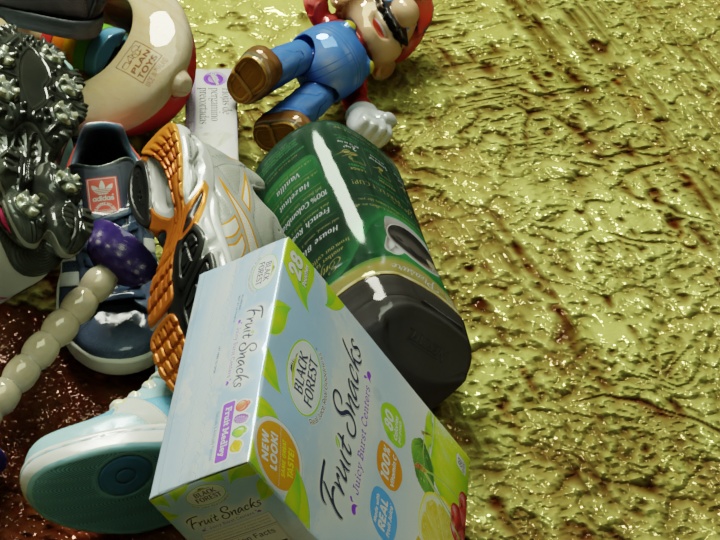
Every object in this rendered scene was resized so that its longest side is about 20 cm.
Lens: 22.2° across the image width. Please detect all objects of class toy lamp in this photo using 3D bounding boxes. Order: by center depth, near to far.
[{"bbox_3d":[-0.200,0.058,1.103,0.058,0.058,0.200,26,66,23],"label":"toy lamp"}]

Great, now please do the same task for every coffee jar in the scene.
[{"bbox_3d":[0.000,0.000,1.181,0.104,0.085,0.200,34,23,-38],"label":"coffee jar"}]

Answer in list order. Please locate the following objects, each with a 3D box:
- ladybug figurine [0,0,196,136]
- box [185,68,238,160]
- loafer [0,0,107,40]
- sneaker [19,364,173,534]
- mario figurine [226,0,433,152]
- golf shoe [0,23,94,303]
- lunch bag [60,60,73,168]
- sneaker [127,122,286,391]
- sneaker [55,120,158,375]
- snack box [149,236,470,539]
[{"bbox_3d":[-0.190,-0.154,1.342,0.200,0.072,0.136,27,77,37],"label":"ladybug figurine"},{"bbox_3d":[-0.105,-0.069,1.299,0.038,0.042,0.201,0,41,-5],"label":"box"},{"bbox_3d":[-0.270,-0.214,1.265,0.199,0.063,0.072,13,26,-13],"label":"loafer"},{"bbox_3d":[-0.119,0.081,1.102,0.199,0.080,0.131,-6,44,-26],"label":"sneaker"},{"bbox_3d":[-0.005,-0.170,1.362,0.106,0.124,0.200,22,43,25],"label":"mario figurine"},{"bbox_3d":[-0.221,-0.072,1.152,0.077,0.088,0.201,23,40,-31],"label":"golf shoe"},{"bbox_3d":[-0.320,-0.104,1.257,0.199,0.122,0.170,27,40,25],"label":"lunch bag"},{"bbox_3d":[-0.076,-0.001,1.099,0.092,0.076,0.201,17,45,-34],"label":"sneaker"},{"bbox_3d":[-0.167,-0.021,1.205,0.075,0.085,0.200,-6,43,-12],"label":"sneaker"},{"bbox_3d":[-0.019,0.111,0.984,0.067,0.200,0.169,-24,35,25],"label":"snack box"}]
